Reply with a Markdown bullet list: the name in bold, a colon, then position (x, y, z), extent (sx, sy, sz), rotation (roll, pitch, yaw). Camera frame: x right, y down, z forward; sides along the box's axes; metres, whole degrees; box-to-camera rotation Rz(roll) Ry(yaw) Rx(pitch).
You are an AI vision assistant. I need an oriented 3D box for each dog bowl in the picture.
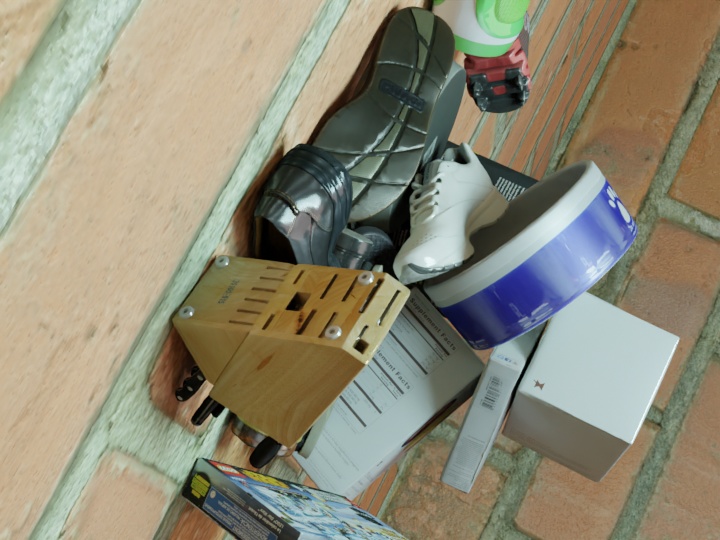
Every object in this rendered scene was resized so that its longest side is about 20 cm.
- **dog bowl**: position (0.161, -0.015, 1.161), extent (0.200, 0.079, 0.200), rotation (-38, -173, 5)

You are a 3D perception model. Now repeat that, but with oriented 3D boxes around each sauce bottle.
- **sauce bottle**: position (-0.047, 0.058, 1.043), extent (0.066, 0.066, 0.201), rotation (-5, 118, -78)

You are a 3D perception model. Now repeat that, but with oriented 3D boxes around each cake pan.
- **cake pan**: position (0.050, -0.122, 1.180), extent (0.201, 0.037, 0.200), rotation (-61, 170, -19)

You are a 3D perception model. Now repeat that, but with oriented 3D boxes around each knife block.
- **knife block**: position (-0.041, 0.075, 0.821), extent (0.064, 0.199, 0.176), rotation (-58, 138, -34)

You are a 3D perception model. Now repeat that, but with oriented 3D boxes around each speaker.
- **speaker**: position (0.121, -0.284, 1.021), extent (0.089, 0.088, 0.201), rotation (-52, 164, -51)

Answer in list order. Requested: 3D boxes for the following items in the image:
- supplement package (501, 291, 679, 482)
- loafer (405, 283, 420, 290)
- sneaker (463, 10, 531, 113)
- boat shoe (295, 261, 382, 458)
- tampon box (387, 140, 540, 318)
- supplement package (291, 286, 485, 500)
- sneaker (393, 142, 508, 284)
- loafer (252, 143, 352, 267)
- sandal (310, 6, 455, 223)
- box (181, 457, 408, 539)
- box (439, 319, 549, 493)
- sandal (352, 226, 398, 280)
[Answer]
- **supplement package**: position (0.220, 0.117, 1.198), extent (0.117, 0.117, 0.200), rotation (-60, 169, -16)
- **loafer**: position (0.020, 0.052, 1.333), extent (0.200, 0.076, 0.068), rotation (86, 24, -70)
- **sneaker**: position (0.127, -0.249, 1.186), extent (0.201, 0.070, 0.098), rotation (72, 17, -53)
- **boat shoe**: position (-0.037, 0.076, 1.102), extent (0.201, 0.067, 0.072), rotation (-64, 177, 21)
- **tampon box**: position (0.134, -0.029, 1.367), extent (0.126, 0.199, 0.150), rotation (-58, 168, -35)
- **supplement package**: position (0.018, 0.130, 1.221), extent (0.200, 0.110, 0.114), rotation (-40, 166, -5)
- **sneaker**: position (0.072, -0.052, 1.147), extent (0.074, 0.087, 0.200), rotation (-19, -162, 30)
- **loafer**: position (-0.054, 0.002, 0.882), extent (0.072, 0.073, 0.201), rotation (-46, 151, -36)
- **sandal**: position (0.012, -0.118, 0.945), extent (0.055, 0.081, 0.201), rotation (-36, -151, 63)
- **box**: position (-0.038, 0.221, 1.035), extent (0.200, 0.137, 0.040), rotation (27, 90, -47)
- **box**: position (0.140, 0.113, 1.215), extent (0.200, 0.036, 0.145), rotation (-42, 155, -63)
- **sandal**: position (0.000, 0.000, 1.161), extent (0.075, 0.045, 0.200), rotation (-29, 159, -1)
